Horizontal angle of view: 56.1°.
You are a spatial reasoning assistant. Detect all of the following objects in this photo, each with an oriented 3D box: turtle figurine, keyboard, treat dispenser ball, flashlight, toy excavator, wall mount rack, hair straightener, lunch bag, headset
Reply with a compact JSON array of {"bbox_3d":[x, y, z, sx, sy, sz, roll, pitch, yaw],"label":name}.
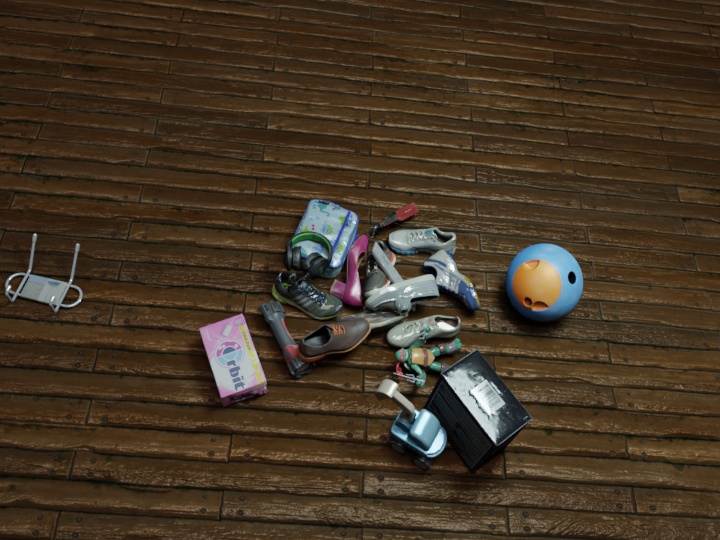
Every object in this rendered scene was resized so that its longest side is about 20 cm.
[{"bbox_3d":[0.160,0.214,1.683,0.196,0.100,0.153,6,79,-23],"label":"turtle figurine"},{"bbox_3d":[0.090,0.016,1.769,0.201,0.011,0.057,54,30,-17],"label":"keyboard"},{"bbox_3d":[0.481,0.032,1.776,0.196,0.202,0.204,3,58,-5],"label":"treat dispenser ball"},{"bbox_3d":[-0.182,0.168,1.691,0.067,0.068,0.202,-22,60,-14],"label":"flashlight"},{"bbox_3d":[0.116,0.340,1.541,0.192,0.201,0.100,30,59,11],"label":"toy excavator"},{"bbox_3d":[-0.789,0.010,1.695,0.196,0.075,0.176,13,58,0],"label":"wall mount rack"},{"bbox_3d":[0.080,-0.131,1.902,0.199,0.077,0.041,-36,92,-39],"label":"hair straightener"},{"bbox_3d":[-0.096,-0.088,1.846,0.158,0.083,0.202,22,60,3],"label":"lunch bag"},{"bbox_3d":[-0.142,-0.028,1.710,0.121,0.095,0.202,18,52,7],"label":"headset"}]

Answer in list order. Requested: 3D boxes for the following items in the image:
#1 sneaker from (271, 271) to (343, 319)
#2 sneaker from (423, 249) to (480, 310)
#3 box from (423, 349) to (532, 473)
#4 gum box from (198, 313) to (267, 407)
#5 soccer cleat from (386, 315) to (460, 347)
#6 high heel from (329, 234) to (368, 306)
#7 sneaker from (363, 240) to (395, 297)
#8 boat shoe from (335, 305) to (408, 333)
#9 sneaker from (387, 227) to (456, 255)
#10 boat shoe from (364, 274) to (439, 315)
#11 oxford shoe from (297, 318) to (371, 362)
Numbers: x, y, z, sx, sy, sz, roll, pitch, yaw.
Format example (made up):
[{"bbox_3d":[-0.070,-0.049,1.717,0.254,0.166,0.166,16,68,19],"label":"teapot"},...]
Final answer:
[{"bbox_3d":[-0.138,0.064,1.745,0.196,0.081,0.075,18,58,4],"label":"sneaker"},{"bbox_3d":[0.244,0.040,1.826,0.087,0.076,0.201,-29,59,-9],"label":"sneaker"},{"bbox_3d":[0.265,0.328,1.570,0.122,0.200,0.201,-27,66,-24],"label":"box"},{"bbox_3d":[-0.307,0.221,1.636,0.111,0.067,0.202,-17,63,-15],"label":"gum box"},{"bbox_3d":[0.163,0.149,1.736,0.196,0.078,0.070,-8,60,-12],"label":"soccer cleat"},{"bbox_3d":[0.000,0.000,1.806,0.094,0.068,0.202,21,63,16],"label":"high heel"},{"bbox_3d":[0.035,-0.008,1.780,0.076,0.083,0.201,-20,27,24],"label":"sneaker"},{"bbox_3d":[0.027,0.121,1.731,0.196,0.075,0.075,-15,74,-17],"label":"boat shoe"},{"bbox_3d":[0.174,-0.092,1.880,0.195,0.087,0.076,3,60,-4],"label":"sneaker"},{"bbox_3d":[0.110,0.071,1.710,0.197,0.070,0.073,-18,70,-15],"label":"boat shoe"},{"bbox_3d":[-0.057,0.159,1.632,0.197,0.073,0.072,-23,64,-23],"label":"oxford shoe"}]
